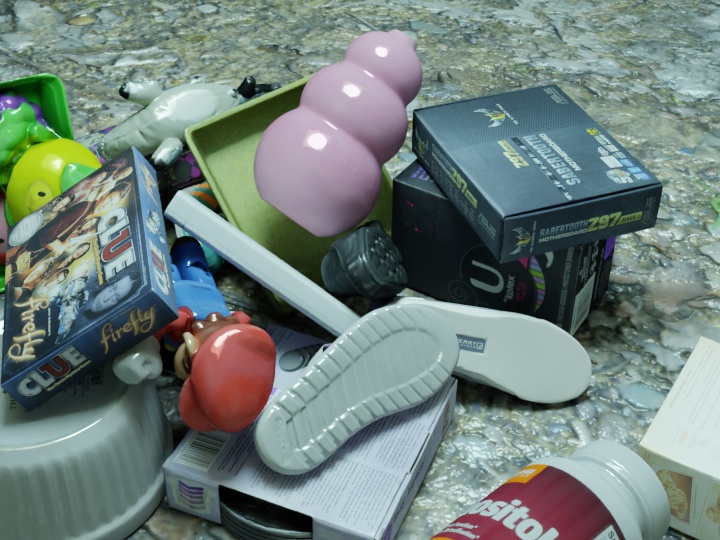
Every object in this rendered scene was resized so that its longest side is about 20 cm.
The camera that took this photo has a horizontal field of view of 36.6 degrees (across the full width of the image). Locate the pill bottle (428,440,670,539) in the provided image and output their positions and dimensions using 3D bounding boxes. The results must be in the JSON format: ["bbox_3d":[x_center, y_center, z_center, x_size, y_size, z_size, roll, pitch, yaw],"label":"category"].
[{"bbox_3d":[0.120,0.201,0.747,0.199,0.114,0.113,-28,45,-34],"label":"pill bottle"}]

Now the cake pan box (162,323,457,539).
[{"bbox_3d":[-0.036,0.139,0.880,0.182,0.053,0.201,12,38,18],"label":"cake pan box"}]

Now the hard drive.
[{"bbox_3d":[-0.081,-0.002,0.951,0.199,0.027,0.132,35,-1,-9],"label":"hard drive"}]

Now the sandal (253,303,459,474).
[{"bbox_3d":[-0.007,0.088,0.863,0.201,0.083,0.050,-28,3,-31],"label":"sandal"}]

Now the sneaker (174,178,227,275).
[{"bbox_3d":[-0.139,-0.065,1.120,0.079,0.072,0.201,-13,34,9],"label":"sneaker"}]

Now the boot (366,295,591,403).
[{"bbox_3d":[0.104,0.061,0.973,0.198,0.074,0.090,18,4,-10],"label":"boot"}]

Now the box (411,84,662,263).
[{"bbox_3d":[0.153,-0.095,0.990,0.156,0.052,0.201,-13,38,-15],"label":"box"}]

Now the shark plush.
[{"bbox_3d":[-0.176,-0.168,1.121,0.199,0.083,0.091,-36,92,-25],"label":"shark plush"}]

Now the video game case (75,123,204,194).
[{"bbox_3d":[-0.220,-0.133,1.189,0.179,0.036,0.200,-22,26,-12],"label":"video game case"}]

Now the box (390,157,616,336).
[{"bbox_3d":[0.136,-0.032,1.051,0.198,0.123,0.106,22,42,26],"label":"box"}]

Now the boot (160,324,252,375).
[{"bbox_3d":[-0.176,0.024,1.016,0.197,0.073,0.145,7,35,13],"label":"boot"}]

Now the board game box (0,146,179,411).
[{"bbox_3d":[-0.214,-0.001,0.847,0.135,0.035,0.201,-32,38,7],"label":"board game box"}]

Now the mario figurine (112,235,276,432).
[{"bbox_3d":[-0.138,0.058,0.856,0.122,0.107,0.200,-19,44,-17],"label":"mario figurine"}]

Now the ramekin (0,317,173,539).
[{"bbox_3d":[-0.249,0.120,0.853,0.197,0.106,0.201,1,36,0],"label":"ramekin"}]

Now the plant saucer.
[{"bbox_3d":[-0.063,-0.078,1.100,0.199,0.201,0.048,-29,2,-35],"label":"plant saucer"}]

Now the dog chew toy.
[{"bbox_3d":[-0.012,-0.133,1.015,0.124,0.124,0.201,33,90,36],"label":"dog chew toy"}]

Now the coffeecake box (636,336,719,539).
[{"bbox_3d":[0.331,0.154,0.849,0.198,0.074,0.153,21,41,25],"label":"coffeecake box"}]

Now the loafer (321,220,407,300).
[{"bbox_3d":[0.000,0.000,0.978,0.070,0.068,0.201,-36,6,6],"label":"loafer"}]

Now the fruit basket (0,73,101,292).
[{"bbox_3d":[-0.319,-0.077,1.034,0.154,0.218,0.216,-14,39,-20],"label":"fruit basket"}]
